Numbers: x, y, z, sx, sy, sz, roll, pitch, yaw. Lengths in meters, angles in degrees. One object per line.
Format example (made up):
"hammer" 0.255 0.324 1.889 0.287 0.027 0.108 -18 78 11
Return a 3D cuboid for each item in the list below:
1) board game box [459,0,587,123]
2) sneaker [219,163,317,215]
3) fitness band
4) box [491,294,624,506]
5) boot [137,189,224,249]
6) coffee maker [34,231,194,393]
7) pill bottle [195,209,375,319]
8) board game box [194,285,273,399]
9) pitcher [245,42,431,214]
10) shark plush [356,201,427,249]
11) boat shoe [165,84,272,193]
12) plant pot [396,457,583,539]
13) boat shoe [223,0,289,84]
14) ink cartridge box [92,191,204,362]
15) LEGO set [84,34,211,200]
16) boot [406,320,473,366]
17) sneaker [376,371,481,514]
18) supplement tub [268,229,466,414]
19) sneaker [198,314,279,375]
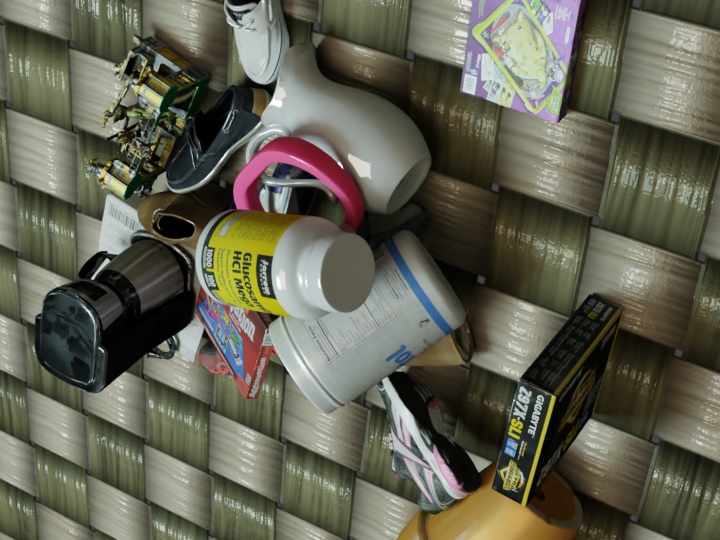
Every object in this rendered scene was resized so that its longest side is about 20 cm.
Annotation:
"board game box" 0.173 -0.264 1.304 0.119 0.032 0.202 24 127 25
"sneaker" -0.129 -0.070 1.578 0.114 0.081 0.201 28 129 15
"fitness band" -0.074 -0.076 1.433 0.144 0.037 0.200 44 149 -6
"box" 0.220 0.142 1.390 0.049 0.200 0.161 25 127 20
"boot" -0.241 -0.067 1.595 0.199 0.075 0.074 17 98 49
"coffee maker" -0.315 0.075 1.645 0.134 0.200 0.194 1 114 33
"pill bottle" -0.082 -0.007 1.386 0.199 0.112 0.113 7 120 45
"board game box" -0.160 0.061 1.580 0.200 0.019 0.104 51 129 49
"pitcher" -0.031 -0.137 1.443 0.200 0.121 0.172 39 115 16
"shark plush" 0.000 0.000 1.499 0.083 0.091 0.201 26 92 -10
"boat shoe" -0.189 -0.166 1.558 0.200 0.062 0.075 -36 51 37
"plant pot" 0.173 0.331 1.551 0.200 0.200 0.184 39 114 8
"boat shoe" -0.131 -0.308 1.453 0.073 0.065 0.202 10 121 28
"ink cartridge box" -0.278 0.003 1.741 0.199 0.045 0.177 32 128 15
"LEGO set" -0.285 -0.199 1.562 0.115 0.154 0.201 33 128 8
"boot" 0.026 0.046 1.559 0.199 0.066 0.176 -9 118 35
"sneaker" 0.062 0.213 1.548 0.086 0.080 0.201 -48 49 24
"supplement tub" 0.009 0.058 1.444 0.199 0.132 0.132 -35 95 7
"sneaker" -0.156 0.080 1.673 0.199 0.071 0.098 -21 129 38
